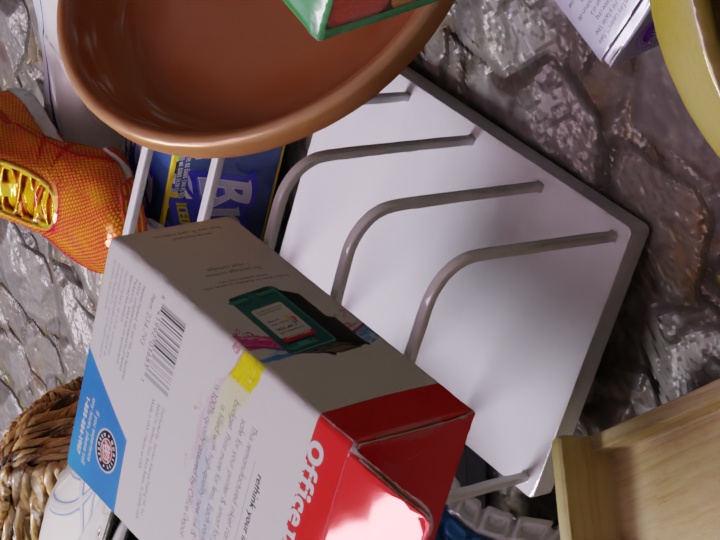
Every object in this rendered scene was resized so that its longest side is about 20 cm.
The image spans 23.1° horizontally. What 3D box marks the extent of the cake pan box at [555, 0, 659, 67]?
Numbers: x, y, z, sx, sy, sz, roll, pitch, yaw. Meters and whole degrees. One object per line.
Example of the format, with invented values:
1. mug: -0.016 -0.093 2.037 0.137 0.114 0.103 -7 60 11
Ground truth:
1. cake pan box: 0.089 -0.203 0.642 0.185 0.052 0.200 56 145 21

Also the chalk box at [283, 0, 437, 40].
1. chalk box: 0.013 -0.173 0.610 0.200 0.124 0.124 52 145 25

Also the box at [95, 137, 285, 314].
1. box: -0.098 -0.024 0.989 0.065 0.070 0.201 59 148 35

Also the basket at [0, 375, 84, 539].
1. basket: -0.157 0.168 1.086 0.149 0.141 0.202 -109 11 -65

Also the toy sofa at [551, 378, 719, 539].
1. toy sofa: 0.167 0.083 0.685 0.200 0.097 0.084 -37 53 56

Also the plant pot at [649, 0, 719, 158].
1. plant pot: 0.161 -0.092 0.503 0.142 0.198 0.202 -158 49 -78

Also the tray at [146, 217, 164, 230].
1. tray: -0.046 0.061 0.927 0.200 0.022 0.108 38 139 21

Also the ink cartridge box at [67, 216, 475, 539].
1. ink cartridge box: -0.030 0.078 0.699 0.200 0.067 0.117 38 124 37

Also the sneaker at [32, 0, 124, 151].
1. sneaker: -0.147 -0.118 1.008 0.071 0.073 0.202 -1 107 63

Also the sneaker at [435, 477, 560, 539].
1. sneaker: 0.034 0.137 0.850 0.199 0.075 0.087 30 154 1

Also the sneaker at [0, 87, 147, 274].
1. sneaker: -0.181 -0.044 0.963 0.199 0.077 0.074 29 122 45

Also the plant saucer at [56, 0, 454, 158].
1. plant saucer: -0.039 -0.131 0.768 0.200 0.200 0.037 38 173 37

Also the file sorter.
1. file sorter: 0.000 0.000 0.795 0.200 0.124 0.140 38 122 37

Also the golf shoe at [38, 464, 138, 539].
1. golf shoe: -0.127 0.135 0.926 0.078 0.098 0.200 32 126 -8

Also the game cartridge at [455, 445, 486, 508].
1. game cartridge: 0.012 0.107 0.950 0.133 0.040 0.201 40 138 41
